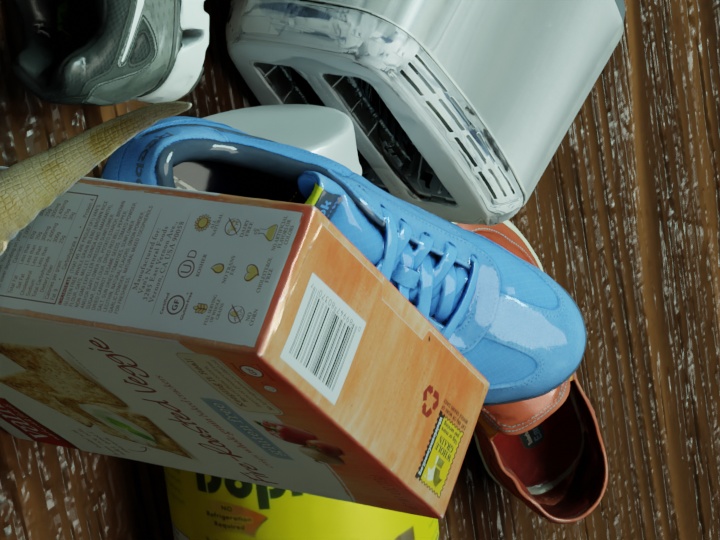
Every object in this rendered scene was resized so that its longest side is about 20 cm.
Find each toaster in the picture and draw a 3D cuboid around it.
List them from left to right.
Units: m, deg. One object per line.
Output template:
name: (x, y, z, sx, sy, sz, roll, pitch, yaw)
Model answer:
toaster: (0.025, -0.109, 1.181, 0.130, 0.113, 0.200, -65, 145, -21)

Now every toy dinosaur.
toy dinosaur: (-0.153, -0.008, 0.933, 0.200, 0.101, 0.058, -40, 159, -11)

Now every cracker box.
cracker box: (-0.073, 0.022, 0.980, 0.134, 0.199, 0.058, 44, 62, -50)

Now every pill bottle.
pill bottle: (-0.030, 0.041, 1.130, 0.109, 0.109, 0.202, -31, 120, -49)

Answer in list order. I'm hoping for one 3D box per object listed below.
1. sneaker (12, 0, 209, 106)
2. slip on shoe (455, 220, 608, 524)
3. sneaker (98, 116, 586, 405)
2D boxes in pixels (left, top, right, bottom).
sneaker: (-0.101, -0.150, 1.028, 0.090, 0.066, 0.202, -27, 120, -54)
slip on shoe: (0.068, 0.043, 1.302, 0.074, 0.061, 0.201, -33, 131, -8)
sneaker: (0.000, 0.000, 1.030, 0.199, 0.078, 0.066, 23, 80, -17)
